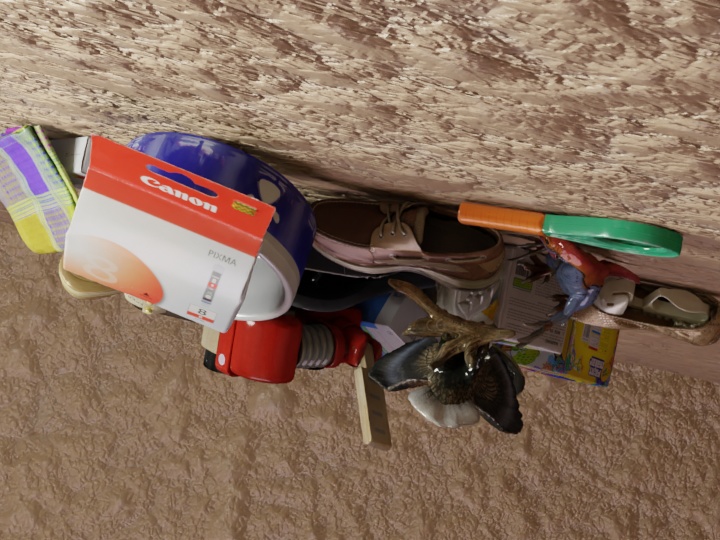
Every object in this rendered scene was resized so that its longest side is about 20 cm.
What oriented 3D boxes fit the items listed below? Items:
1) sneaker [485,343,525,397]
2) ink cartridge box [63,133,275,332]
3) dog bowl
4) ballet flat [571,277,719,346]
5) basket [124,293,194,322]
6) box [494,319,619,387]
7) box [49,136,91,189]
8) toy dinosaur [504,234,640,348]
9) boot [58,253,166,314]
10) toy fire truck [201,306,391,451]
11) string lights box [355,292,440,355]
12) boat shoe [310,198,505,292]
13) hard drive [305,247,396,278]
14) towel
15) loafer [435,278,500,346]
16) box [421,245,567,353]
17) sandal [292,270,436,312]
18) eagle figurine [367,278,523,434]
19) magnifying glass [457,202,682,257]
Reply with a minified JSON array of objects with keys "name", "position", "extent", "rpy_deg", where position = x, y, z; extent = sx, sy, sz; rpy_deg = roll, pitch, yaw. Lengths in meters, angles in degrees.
[{"name":"sneaker","position":[0.129,0.106,1.567],"extent":[0.088,0.078,0.199],"rpy_deg":[0,-170,-39]},{"name":"ink cartridge box","position":[-0.163,-0.024,1.120],"extent":[0.160,0.051,0.200],"rpy_deg":[22,157,-5]},{"name":"dog bowl","position":[-0.143,-0.037,1.228],"extent":[0.197,0.080,0.201],"rpy_deg":[16,155,8]},{"name":"ballet flat","position":[0.322,0.034,1.531],"extent":[0.197,0.071,0.066],"rpy_deg":[9,149,4]},{"name":"basket","position":[-0.152,0.004,1.567],"extent":[0.198,0.138,0.179],"rpy_deg":[18,-143,41]},{"name":"box","position":[0.217,0.066,1.737],"extent":[0.190,0.124,0.199],"rpy_deg":[11,176,28]},{"name":"box","position":[-0.240,-0.097,1.440],"extent":[0.198,0.042,0.155],"rpy_deg":[14,175,-35]},{"name":"toy dinosaur","position":[0.209,-0.011,1.320],"extent":[0.198,0.106,0.182],"rpy_deg":[-26,173,-18]},{"name":"boot","position":[-0.230,0.001,1.383],"extent":[0.199,0.073,0.156],"rpy_deg":[-29,168,-33]},{"name":"toy fire truck","position":[-0.051,0.096,1.406],"extent":[0.174,0.131,0.199],"rpy_deg":[1,-165,-41]},{"name":"string lights box","position":[0.011,0.060,1.557],"extent":[0.199,0.059,0.103],"rpy_deg":[9,150,51]},{"name":"boat shoe","position":[0.044,-0.038,1.269],"extent":[0.197,0.077,0.072],"rpy_deg":[10,151,-3]},{"name":"hard drive","position":[-0.025,-0.031,1.411],"extent":[0.198,0.038,0.139],"rpy_deg":[10,-164,34]},{"name":"towel","position":[-0.343,-0.081,1.409],"extent":[0.023,0.145,0.199],"rpy_deg":[-33,-164,-27]},{"name":"loafer","position":[0.105,0.018,1.402],"extent":[0.070,0.069,0.201],"rpy_deg":[48,153,31]},{"name":"box","position":[0.140,0.027,1.569],"extent":[0.111,0.103,0.199],"rpy_deg":[16,174,-38]},{"name":"sandal","position":[0.000,0.000,1.439],"extent":[0.198,0.043,0.076],"rpy_deg":[-13,-151,-32]},{"name":"eagle figurine","position":[0.095,0.094,1.316],"extent":[0.149,0.153,0.201],"rpy_deg":[-21,157,-13]},{"name":"magnifying glass","position":[0.182,-0.036,1.174],"extent":[0.197,0.023,0.079],"rpy_deg":[11,176,21]}]
